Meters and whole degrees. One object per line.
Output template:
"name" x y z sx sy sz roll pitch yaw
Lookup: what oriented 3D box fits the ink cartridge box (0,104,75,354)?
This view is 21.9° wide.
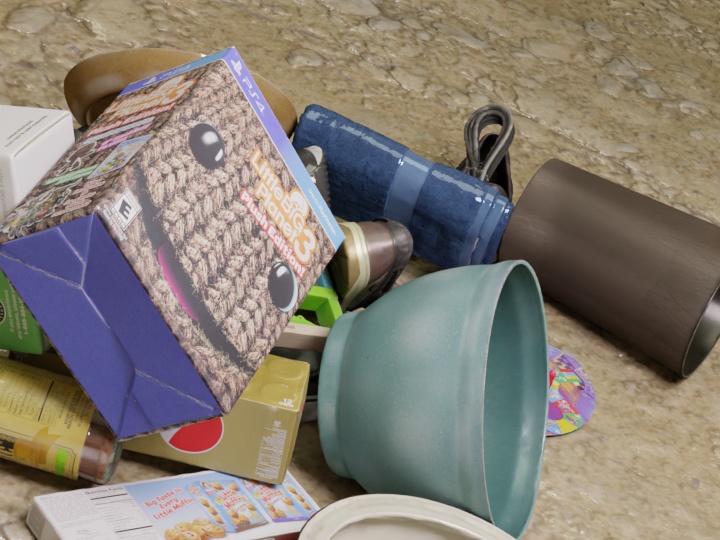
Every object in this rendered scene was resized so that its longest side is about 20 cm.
"ink cartridge box" -0.289 -0.034 1.235 0.199 0.146 0.084 6 28 19

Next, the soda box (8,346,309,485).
"soda box" -0.139 0.083 1.269 0.199 0.064 0.068 14 27 0

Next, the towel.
"towel" 0.029 -0.064 1.581 0.200 0.112 0.049 26 59 7

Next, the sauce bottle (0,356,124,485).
"sauce bottle" -0.250 0.084 1.211 0.199 0.065 0.065 16 28 1

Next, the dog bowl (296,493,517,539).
"dog bowl" 0.041 0.232 1.164 0.199 0.074 0.200 17 28 -10

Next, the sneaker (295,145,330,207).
"sneaker" -0.082 -0.060 1.530 0.080 0.074 0.200 -2 -3 -22

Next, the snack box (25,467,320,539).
"snack box" -0.115 0.165 1.215 0.200 0.024 0.072 -4 35 -41

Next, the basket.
"basket" 0.237 -0.009 1.676 0.200 0.136 0.180 28 15 17

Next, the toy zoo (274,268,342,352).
"toy zoo" -0.088 -0.032 1.377 0.131 0.020 0.200 9 49 -41

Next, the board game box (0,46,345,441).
"board game box" -0.119 -0.019 1.194 0.160 0.097 0.200 59 36 -23

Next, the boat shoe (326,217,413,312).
"boat shoe" 0.000 -0.001 1.453 0.066 0.072 0.201 -7 -7 -9

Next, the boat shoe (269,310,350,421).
"boat shoe" -0.018 0.060 1.419 0.200 0.071 0.072 -13 45 -43

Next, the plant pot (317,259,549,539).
"plant pot" 0.049 0.091 1.321 0.134 0.201 0.200 2 22 19

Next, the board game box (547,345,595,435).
"board game box" 0.110 0.061 1.549 0.200 0.039 0.158 26 28 7

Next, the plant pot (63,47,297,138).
"plant pot" -0.153 -0.128 1.566 0.199 0.200 0.028 14 67 -16

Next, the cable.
"cable" 0.096 -0.082 1.688 0.097 0.050 0.200 16 59 34

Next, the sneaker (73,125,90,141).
"sneaker" -0.166 -0.098 1.503 0.114 0.076 0.199 -40 25 -18

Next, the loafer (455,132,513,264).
"loafer" 0.111 -0.070 1.755 0.072 0.063 0.200 19 28 -4
